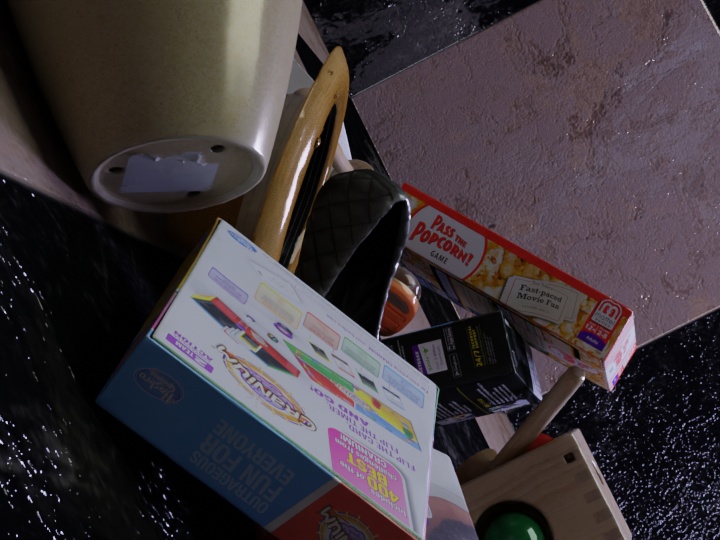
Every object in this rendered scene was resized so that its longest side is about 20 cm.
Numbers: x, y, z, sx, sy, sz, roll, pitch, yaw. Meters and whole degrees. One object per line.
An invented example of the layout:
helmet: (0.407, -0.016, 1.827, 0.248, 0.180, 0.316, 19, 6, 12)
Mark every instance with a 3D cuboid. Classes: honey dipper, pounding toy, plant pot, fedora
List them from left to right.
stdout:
plant pot: (-0.107, -0.139, 0.908, 0.187, 0.187, 0.200, 50, 30, -66)
fedora: (-0.068, -0.054, 1.030, 0.082, 0.201, 0.201, 18, 0, 3)
honey dipper: (-0.019, -0.081, 1.202, 0.038, 0.038, 0.200, 65, 5, 22)
pounding toy: (0.126, 0.180, 1.359, 0.142, 0.184, 0.200, 64, 6, 8)

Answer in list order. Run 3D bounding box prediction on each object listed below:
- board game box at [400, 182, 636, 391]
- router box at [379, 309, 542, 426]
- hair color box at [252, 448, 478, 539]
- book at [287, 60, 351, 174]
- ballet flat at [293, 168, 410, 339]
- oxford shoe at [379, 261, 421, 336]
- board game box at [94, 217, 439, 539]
board game box: (0.117, 0.016, 1.335, 0.200, 0.046, 0.152, 30, -6, 14)
router box: (0.053, 0.084, 1.298, 0.200, 0.149, 0.051, 43, 33, -75)
hair color box: (0.011, 0.157, 0.873, 0.111, 0.064, 0.200, 30, 24, -29)
book: (-0.046, -0.097, 1.347, 0.134, 0.048, 0.200, 49, -14, 31)
ballet flat: (-0.013, 0.038, 1.018, 0.057, 0.066, 0.200, 26, -69, 54)
oxford shoe: (0.000, 0.000, 1.260, 0.071, 0.073, 0.200, 41, -14, -18)
board game box: (-0.035, 0.059, 0.823, 0.153, 0.040, 0.200, 38, 15, -6)
